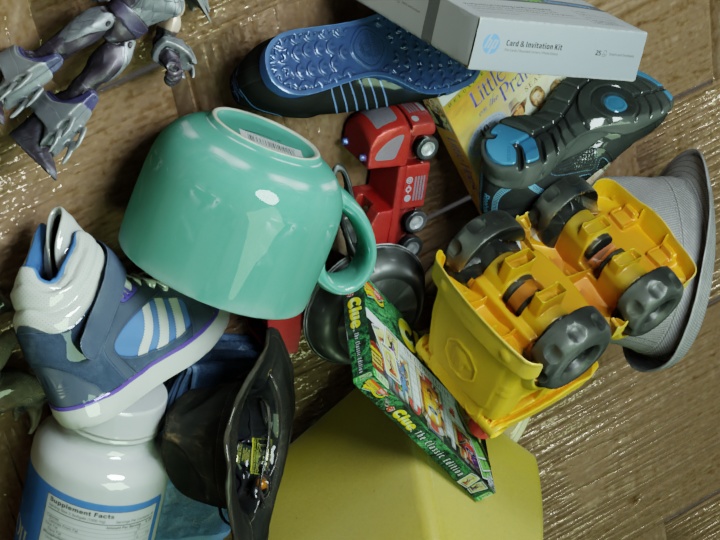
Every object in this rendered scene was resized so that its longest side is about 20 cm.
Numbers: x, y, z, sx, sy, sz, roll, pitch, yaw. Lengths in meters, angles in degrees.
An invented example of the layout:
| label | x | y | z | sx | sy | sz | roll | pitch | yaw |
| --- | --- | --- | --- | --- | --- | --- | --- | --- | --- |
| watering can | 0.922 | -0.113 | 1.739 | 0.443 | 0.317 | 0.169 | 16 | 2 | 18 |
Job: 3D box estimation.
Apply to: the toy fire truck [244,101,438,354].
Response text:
| label | x | y | z | sx | sy | sz | roll | pitch | yaw |
| --- | --- | --- | --- | --- | --- | --- | --- | --- | --- |
| toy fire truck | -0.018 | -0.036 | 1.512 | 0.140 | 0.049 | 0.202 | -10 | 124 | -29 |

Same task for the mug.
| label | x | y | z | sx | sy | sz | roll | pitch | yaw |
| --- | --- | --- | --- | --- | --- | --- | --- | --- | --- |
| mug | -0.081 | -0.050 | 1.398 | 0.184 | 0.151 | 0.115 | -5 | 122 | -58 |

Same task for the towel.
| label | x | y | z | sx | sy | sz | roll | pitch | yaw |
| --- | --- | --- | --- | --- | --- | --- | --- | --- | --- |
| towel | -0.130 | 0.148 | 1.559 | 0.111 | 0.049 | 0.202 | 2 | 117 | -36 |

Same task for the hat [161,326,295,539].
| label | x | y | z | sx | sy | sz | roll | pitch | yaw |
| --- | --- | --- | --- | --- | --- | --- | --- | --- | --- |
| hat | -0.108 | 0.130 | 1.453 | 0.080 | 0.201 | 0.202 | 8 | 123 | 10 |

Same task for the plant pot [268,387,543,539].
| label | x | y | z | sx | sy | sz | roll | pitch | yaw |
| --- | --- | --- | --- | --- | --- | --- | --- | --- | --- |
| plant pot | 0.042 | 0.234 | 1.592 | 0.200 | 0.177 | 0.200 | -41 | 125 | 17 |

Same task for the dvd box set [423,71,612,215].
| label | x | y | z | sx | sy | sz | roll | pitch | yaw |
| --- | --- | --- | --- | --- | --- | --- | --- | --- | --- |
| dvd box set | 0.137 | -0.124 | 1.555 | 0.146 | 0.029 | 0.201 | -45 | 134 | -17 |

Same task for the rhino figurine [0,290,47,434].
| label | x | y | z | sx | sy | sz | roll | pitch | yaw |
| --- | --- | --- | --- | --- | --- | --- | --- | --- | --- |
| rhino figurine | -0.286 | 0.056 | 1.387 | 0.087 | 0.060 | 0.201 | -37 | 134 | -13 |

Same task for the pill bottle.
| label | x | y | z | sx | sy | sz | roll | pitch | yaw |
| --- | --- | --- | --- | --- | --- | --- | --- | --- | --- |
| pill bottle | -0.210 | 0.176 | 1.481 | 0.111 | 0.112 | 0.202 | -1 | 118 | -33 |

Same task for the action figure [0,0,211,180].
| label | x | y | z | sx | sy | sz | roll | pitch | yaw |
| --- | --- | --- | --- | --- | --- | --- | --- | --- | --- |
| action figure | -0.173 | -0.164 | 1.313 | 0.200 | 0.069 | 0.130 | -45 | 128 | -4 |

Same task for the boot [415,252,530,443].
| label | x | y | z | sx | sy | sz | roll | pitch | yaw |
| --- | --- | --- | --- | --- | --- | --- | --- | --- | --- |
| boot | 0.094 | 0.079 | 1.647 | 0.155 | 0.073 | 0.201 | 19 | 106 | -41 |

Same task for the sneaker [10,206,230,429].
| label | x | y | z | sx | sy | sz | roll | pitch | yaw |
| --- | --- | --- | --- | --- | --- | --- | --- | --- | --- |
| sneaker | -0.179 | 0.009 | 1.397 | 0.200 | 0.080 | 0.148 | -41 | 124 | -45 |

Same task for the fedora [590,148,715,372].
| label | x | y | z | sx | sy | sz | roll | pitch | yaw |
| --- | --- | --- | --- | --- | --- | --- | --- | --- | --- |
| fedora | 0.232 | -0.013 | 1.622 | 0.089 | 0.202 | 0.177 | 10 | 158 | -16 |

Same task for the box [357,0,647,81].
| label | x | y | z | sx | sy | sz | roll | pitch | yaw |
| --- | --- | --- | --- | --- | --- | --- | --- | --- | --- |
| box | 0.088 | -0.192 | 1.376 | 0.155 | 0.200 | 0.042 | 0 | 113 | -34 |

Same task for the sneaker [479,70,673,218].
| label | x | y | z | sx | sy | sz | roll | pitch | yaw |
| --- | --- | --- | --- | --- | --- | --- | --- | --- | --- |
| sneaker | 0.170 | -0.105 | 1.536 | 0.199 | 0.073 | 0.082 | -25 | 144 | -28 |

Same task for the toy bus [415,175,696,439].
| label | x | y | z | sx | sy | sz | roll | pitch | yaw |
| --- | --- | --- | --- | --- | --- | --- | --- | --- | --- |
| toy bus | 0.145 | 0.046 | 1.495 | 0.199 | 0.136 | 0.193 | -26 | 150 | -31 |

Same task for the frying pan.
| label | x | y | z | sx | sy | sz | roll | pitch | yaw |
| --- | --- | --- | --- | --- | --- | --- | --- | --- | --- |
| frying pan | 0.014 | -0.001 | 1.507 | 0.114 | 0.031 | 0.192 | -8 | 127 | -31 |

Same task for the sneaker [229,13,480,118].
| label | x | y | z | sx | sy | sz | roll | pitch | yaw |
| --- | --- | --- | --- | --- | --- | --- | --- | --- | --- |
| sneaker | -0.005 | -0.155 | 1.426 | 0.198 | 0.078 | 0.071 | -5 | 85 | -32 |

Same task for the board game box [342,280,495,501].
| label | x | y | z | sx | sy | sz | roll | pitch | yaw |
| --- | --- | --- | --- | --- | --- | --- | --- | --- | --- |
| board game box | 0.047 | 0.094 | 1.501 | 0.023 | 0.105 | 0.200 | -27 | 136 | 17 |
